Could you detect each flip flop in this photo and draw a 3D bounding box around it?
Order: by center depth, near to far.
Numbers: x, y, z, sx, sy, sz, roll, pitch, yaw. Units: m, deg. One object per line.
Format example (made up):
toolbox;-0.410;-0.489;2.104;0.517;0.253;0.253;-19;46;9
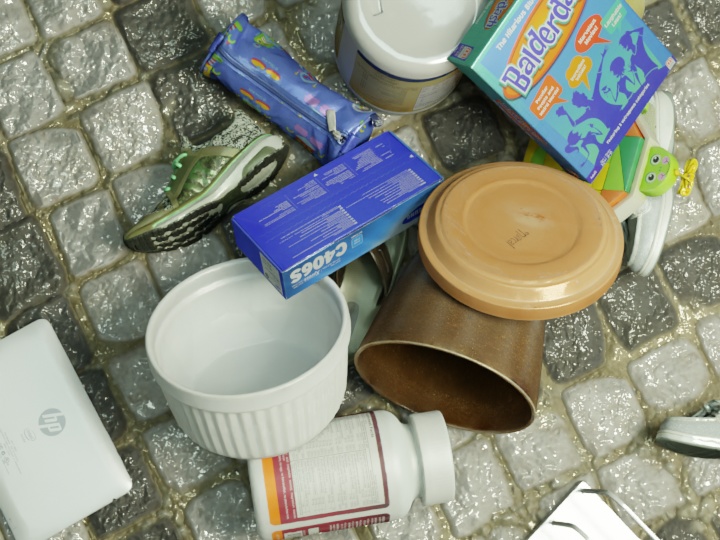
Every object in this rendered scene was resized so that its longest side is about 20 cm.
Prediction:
flip flop;0.000;0.000;1.273;0.080;0.058;0.203;18;81;-1

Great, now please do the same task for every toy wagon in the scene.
toy wagon;0.250;-0.107;1.252;0.039;0.199;0.157;25;79;-41

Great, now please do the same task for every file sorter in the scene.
file sorter;0.213;0.331;1.207;0.139;0.125;0.200;45;82;4

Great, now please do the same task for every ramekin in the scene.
ramekin;-0.103;0.089;1.190;0.197;0.106;0.202;-4;40;3

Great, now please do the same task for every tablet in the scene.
tablet;-0.333;0.166;1.248;0.129;0.014;0.202;-28;85;-8

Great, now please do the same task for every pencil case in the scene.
pencil case;-0.074;-0.184;1.281;0.199;0.087;0.078;37;97;3

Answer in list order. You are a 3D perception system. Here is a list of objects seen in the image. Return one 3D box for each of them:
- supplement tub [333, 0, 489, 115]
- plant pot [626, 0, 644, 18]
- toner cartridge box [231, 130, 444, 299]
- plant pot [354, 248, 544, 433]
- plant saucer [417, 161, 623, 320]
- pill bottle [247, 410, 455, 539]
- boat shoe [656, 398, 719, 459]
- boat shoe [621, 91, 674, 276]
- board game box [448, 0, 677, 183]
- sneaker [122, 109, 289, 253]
supplement tub;0.046;-0.242;1.239;0.142;0.200;0.147;1;83;-5
plant pot;0.176;-0.301;1.261;0.141;0.200;0.201;-33;85;-4
toner cartridge box;-0.021;-0.059;1.221;0.199;0.043;0.095;-30;54;-21
plant pot;0.111;0.031;1.230;0.185;0.187;0.202;21;64;-1
plant saucer;0.153;-0.037;1.168;0.197;0.033;0.202;0;47;0
pill bottle;-0.011;0.200;1.217;0.197;0.110;0.111;-8;82;-6
boat shoe;0.402;0.161;1.273;0.199;0.074;0.066;1;75;-8
boat shoe;0.294;-0.095;1.295;0.064;0.074;0.205;6;77;3
board game box;0.198;-0.202;1.172;0.199;0.045;0.153;35;90;-34
sneaker;-0.172;-0.095;1.277;0.199;0.077;0.089;-37;73;-13
